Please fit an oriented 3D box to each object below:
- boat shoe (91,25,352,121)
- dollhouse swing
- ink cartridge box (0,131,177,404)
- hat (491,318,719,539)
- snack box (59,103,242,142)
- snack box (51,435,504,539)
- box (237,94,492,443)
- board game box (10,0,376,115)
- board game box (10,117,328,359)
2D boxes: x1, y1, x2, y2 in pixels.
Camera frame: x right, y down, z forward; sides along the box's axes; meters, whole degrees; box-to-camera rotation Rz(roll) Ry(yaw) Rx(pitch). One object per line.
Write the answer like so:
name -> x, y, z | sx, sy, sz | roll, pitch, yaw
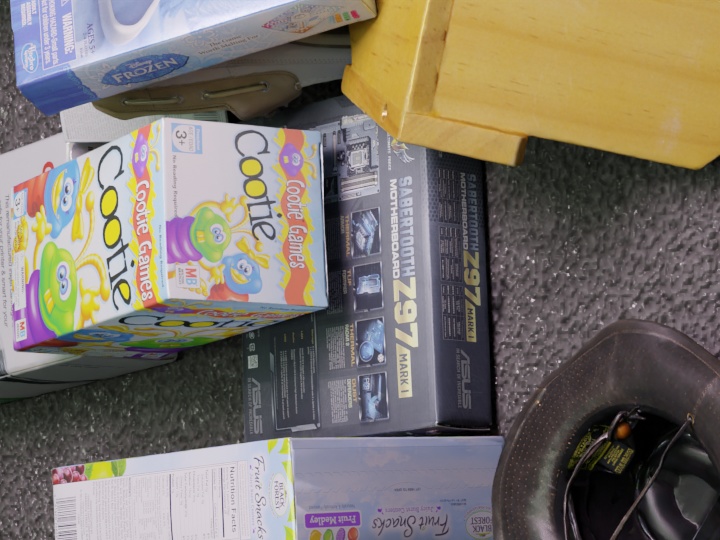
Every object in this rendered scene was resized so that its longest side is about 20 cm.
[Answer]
boat shoe -> -0.063, -0.126, 1.526 | 0.075, 0.199, 0.069 | -93, 3, -56
dollhouse swing -> 0.108, -0.162, 1.394 | 0.182, 0.175, 0.200 | -132, 51, -69
ink cartridge box -> -0.213, 0.003, 1.713 | 0.200, 0.083, 0.147 | -14, 76, 45
hat -> 0.158, 0.127, 1.331 | 0.200, 0.081, 0.201 | -18, 66, 46
snack box -> -0.134, -0.176, 1.580 | 0.116, 0.037, 0.200 | 1, 110, 24
snack box -> -0.045, 0.131, 1.471 | 0.200, 0.168, 0.068 | -13, 79, 45
box -> 0.000, 0.000, 1.520 | 0.158, 0.051, 0.201 | -12, 78, 45
board game box -> -0.099, -0.205, 1.464 | 0.199, 0.043, 0.200 | -15, 64, 16
board game box -> -0.114, -0.015, 1.531 | 0.200, 0.103, 0.105 | -18, 72, 56
